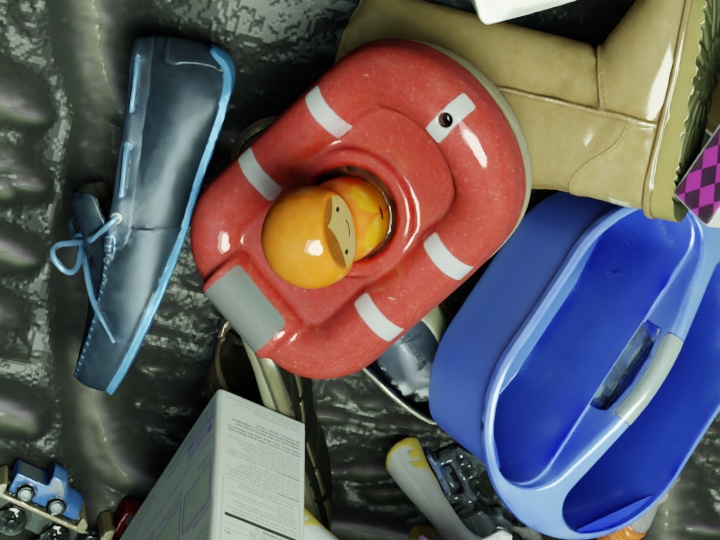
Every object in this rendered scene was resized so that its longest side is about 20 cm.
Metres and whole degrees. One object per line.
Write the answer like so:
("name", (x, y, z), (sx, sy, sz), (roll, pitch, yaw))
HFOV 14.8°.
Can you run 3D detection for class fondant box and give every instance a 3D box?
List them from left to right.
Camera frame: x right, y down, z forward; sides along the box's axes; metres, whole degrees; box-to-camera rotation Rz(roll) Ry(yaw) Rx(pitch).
("fondant box", (-0.087, 0.182, 1.478), (0.058, 0.200, 0.145), (24, 122, -16))

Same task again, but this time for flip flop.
("flip flop", (-0.056, 0.075, 1.574), (0.057, 0.081, 0.201), (-5, 119, 13))

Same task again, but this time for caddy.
("caddy", (0.133, 0.049, 1.522), (0.141, 0.105, 0.200), (37, 83, -30))

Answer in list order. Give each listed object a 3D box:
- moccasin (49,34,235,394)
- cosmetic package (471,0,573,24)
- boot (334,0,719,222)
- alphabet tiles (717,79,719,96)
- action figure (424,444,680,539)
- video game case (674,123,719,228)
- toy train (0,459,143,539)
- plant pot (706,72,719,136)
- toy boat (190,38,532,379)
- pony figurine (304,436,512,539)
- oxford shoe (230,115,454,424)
("moccasin", (-0.127, -0.034, 1.525), (0.068, 0.080, 0.201), (18, 95, -7))
("cosmetic package", (0.078, -0.208, 1.396), (0.087, 0.200, 0.104), (-16, 114, 0))
("boot", (0.090, -0.123, 1.477), (0.199, 0.066, 0.176), (13, 90, 18))
("alphabet tiles", (0.290, -0.123, 1.550), (0.195, 0.015, 0.201), (14, 111, -10))
("action figure", (0.111, 0.185, 1.608), (0.193, 0.105, 0.200), (-30, 108, 16))
("video game case", (0.278, -0.101, 1.445), (0.181, 0.036, 0.200), (5, 126, -46))
("toy train", (-0.128, 0.158, 1.616), (0.199, 0.034, 0.046), (24, 105, -14))
("plant pot", (0.255, -0.152, 1.512), (0.199, 0.028, 0.201), (-1, 111, -4))
("toy boat", (-0.009, -0.027, 1.429), (0.200, 0.131, 0.131), (-42, 87, 24))
("pony figurine", (0.046, 0.182, 1.506), (0.193, 0.200, 0.167), (-23, 131, -43))
("oxford shoe", (0.000, 0.000, 1.541), (0.071, 0.074, 0.200), (-36, 111, 10))
